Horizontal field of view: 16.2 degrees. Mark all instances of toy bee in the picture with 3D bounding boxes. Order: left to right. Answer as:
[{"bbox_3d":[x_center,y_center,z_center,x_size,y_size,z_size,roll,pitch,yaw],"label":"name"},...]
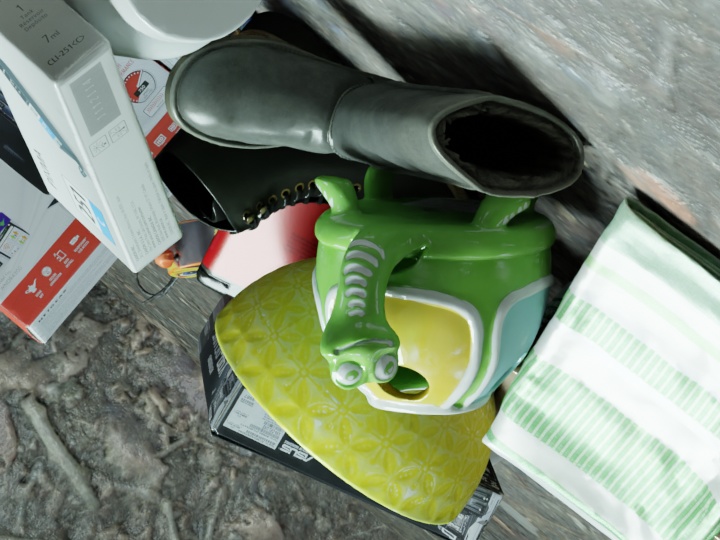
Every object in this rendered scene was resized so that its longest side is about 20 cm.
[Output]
[{"bbox_3d":[-0.101,-0.013,1.889,0.131,0.200,0.109,59,-160,17],"label":"toy bee"}]

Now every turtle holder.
[{"bbox_3d":[0.042,0.015,1.437,0.141,0.132,0.186,2,-171,-5],"label":"turtle holder"}]

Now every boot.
[{"bbox_3d":[-0.029,-0.047,1.579,0.200,0.138,0.077,39,148,-4],"label":"boot"},{"bbox_3d":[0.003,-0.082,1.415,0.182,0.073,0.200,2,-166,-23],"label":"boot"}]

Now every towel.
[{"bbox_3d":[0.166,0.073,1.428,0.153,0.023,0.200,37,131,10],"label":"towel"}]

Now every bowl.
[{"bbox_3d":[0.018,0.051,1.585,0.200,0.108,0.200,37,-165,-11],"label":"bowl"}]

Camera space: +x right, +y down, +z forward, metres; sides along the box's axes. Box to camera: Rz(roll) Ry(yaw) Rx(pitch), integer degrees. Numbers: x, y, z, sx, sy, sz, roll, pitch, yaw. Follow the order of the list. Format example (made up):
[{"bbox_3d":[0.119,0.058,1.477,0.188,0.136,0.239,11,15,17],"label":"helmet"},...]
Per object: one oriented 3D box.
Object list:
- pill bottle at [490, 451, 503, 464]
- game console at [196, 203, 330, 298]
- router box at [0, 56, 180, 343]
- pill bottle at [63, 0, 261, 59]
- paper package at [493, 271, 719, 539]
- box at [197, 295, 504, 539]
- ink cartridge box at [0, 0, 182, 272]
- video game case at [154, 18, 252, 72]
[{"bbox_3d":[0.037,0.057,1.915,0.200,0.116,0.116,34,169,31],"label":"pill bottle"},{"bbox_3d":[0.000,0.000,1.731,0.200,0.172,0.119,26,-149,-3],"label":"game console"},{"bbox_3d":[-0.226,-0.081,1.757,0.179,0.200,0.049,37,172,15],"label":"router box"},{"bbox_3d":[-0.126,-0.179,1.459,0.114,0.114,0.200,43,170,-21],"label":"pill bottle"},{"bbox_3d":[0.183,0.094,1.578,0.191,0.103,0.200,38,171,6],"label":"paper package"},{"bbox_3d":[-0.010,0.099,1.725,0.200,0.050,0.158,25,-165,-16],"label":"box"},{"bbox_3d":[-0.191,-0.112,1.502,0.176,0.045,0.200,43,163,30],"label":"ink cartridge box"},{"bbox_3d":[-0.104,-0.149,1.719,0.200,0.045,0.181,41,172,-12],"label":"video game case"}]
